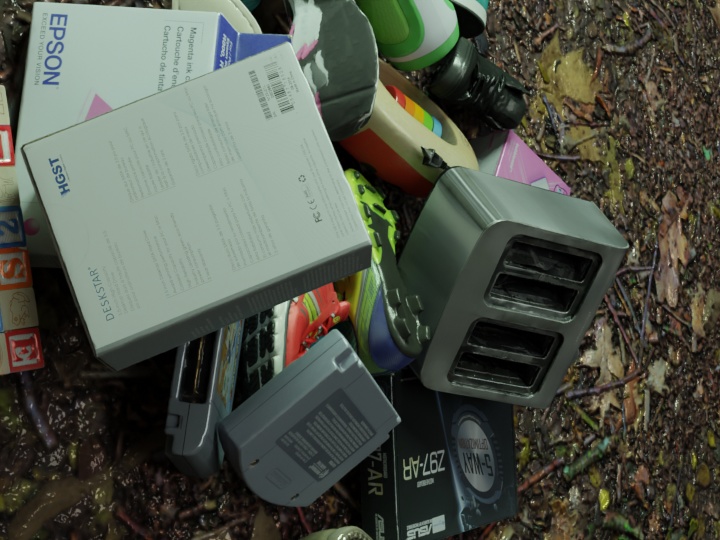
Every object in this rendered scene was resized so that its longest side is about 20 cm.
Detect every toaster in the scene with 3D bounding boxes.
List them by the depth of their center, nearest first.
[{"bbox_3d":[0.123,0.012,1.169,0.198,0.119,0.182,13,112,-27],"label":"toaster"}]

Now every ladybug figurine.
[{"bbox_3d":[0.032,-0.130,1.209,0.199,0.072,0.136,35,24,-31],"label":"ladybug figurine"}]

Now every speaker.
[{"bbox_3d":[0.019,-0.282,1.176,0.201,0.088,0.089,58,47,-36],"label":"speaker"}]

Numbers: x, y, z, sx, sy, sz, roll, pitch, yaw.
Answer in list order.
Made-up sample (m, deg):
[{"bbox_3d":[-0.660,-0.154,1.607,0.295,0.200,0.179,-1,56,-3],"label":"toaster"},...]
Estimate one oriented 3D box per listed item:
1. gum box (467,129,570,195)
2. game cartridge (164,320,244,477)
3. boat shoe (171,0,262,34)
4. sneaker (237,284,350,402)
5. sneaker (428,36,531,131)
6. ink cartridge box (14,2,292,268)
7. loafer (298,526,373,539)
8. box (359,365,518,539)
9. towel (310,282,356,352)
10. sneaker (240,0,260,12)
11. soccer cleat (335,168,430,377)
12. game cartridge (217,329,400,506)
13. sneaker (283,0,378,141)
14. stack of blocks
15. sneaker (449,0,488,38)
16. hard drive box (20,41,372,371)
[{"bbox_3d":[0.139,-0.028,1.325,0.113,0.066,0.201,39,57,-33],"label":"gum box"},{"bbox_3d":[-0.117,0.055,1.011,0.133,0.041,0.202,78,18,-73],"label":"game cartridge"},{"bbox_3d":[-0.096,-0.161,1.110,0.201,0.072,0.060,57,5,-11],"label":"boat shoe"},{"bbox_3d":[-0.050,0.040,1.085,0.084,0.077,0.202,15,71,-25],"label":"sneaker"},{"bbox_3d":[0.125,-0.181,1.286,0.104,0.060,0.200,34,12,-4],"label":"sneaker"},{"bbox_3d":[-0.155,-0.098,0.962,0.043,0.198,0.199,85,7,-76],"label":"ink cartridge box"},{"bbox_3d":[-0.001,0.280,1.130,0.076,0.068,0.201,-62,141,-31],"label":"loafer"},{"bbox_3d":[0.076,0.167,1.223,0.199,0.043,0.162,-1,89,-51],"label":"box"},{"bbox_3d":[0.004,0.062,1.204,0.200,0.022,0.147,52,51,-29],"label":"towel"},{"bbox_3d":[-0.090,-0.319,1.152,0.080,0.077,0.201,54,52,-51],"label":"sneaker"},{"bbox_3d":[0.000,0.000,1.139,0.064,0.083,0.202,23,43,-49],"label":"soccer cleat"},{"bbox_3d":[-0.041,0.128,1.038,0.133,0.040,0.200,-42,155,-6],"label":"game cartridge"},{"bbox_3d":[-0.026,-0.208,1.114,0.086,0.079,0.202,49,32,-78],"label":"sneaker"},{"bbox_3d":[-0.293,-0.022,0.880,0.115,0.058,0.202,-8,89,-46],"label":"stack of blocks"},{"bbox_3d":[0.061,-0.332,1.287,0.199,0.083,0.122,30,61,-38],"label":"sneaker"},{"bbox_3d":[-0.110,-0.043,0.890,0.198,0.077,0.157,-21,79,-5],"label":"hard drive box"}]
